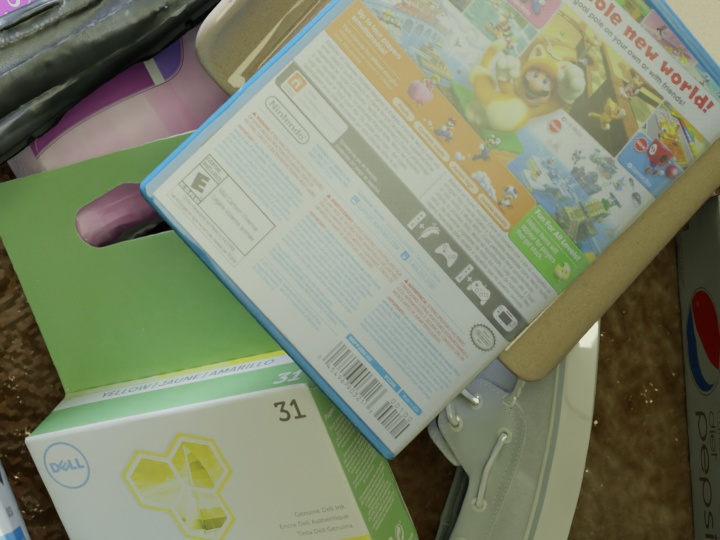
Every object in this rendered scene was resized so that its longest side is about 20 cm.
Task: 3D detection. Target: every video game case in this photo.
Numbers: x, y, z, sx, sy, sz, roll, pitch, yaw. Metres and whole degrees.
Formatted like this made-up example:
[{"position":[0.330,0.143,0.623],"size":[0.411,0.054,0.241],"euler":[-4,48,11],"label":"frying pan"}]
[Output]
[{"position":[0.034,-0.048,0.680],"size":[0.200,0.018,0.143],"euler":[-44,100,-4],"label":"video game case"}]

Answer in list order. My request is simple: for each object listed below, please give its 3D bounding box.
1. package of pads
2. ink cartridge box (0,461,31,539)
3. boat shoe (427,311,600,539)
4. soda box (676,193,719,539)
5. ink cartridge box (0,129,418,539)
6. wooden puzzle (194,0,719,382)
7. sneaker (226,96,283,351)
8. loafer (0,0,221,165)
[{"position":[-0.124,-0.110,0.798],"size":[0.120,0.076,0.201],"euler":[-28,90,-14],"label":"package of pads"},{"position":[-0.200,0.071,0.735],"size":[0.083,0.145,0.202],"euler":[-22,88,-10],"label":"ink cartridge box"},{"position":[0.064,0.074,0.787],"size":[0.068,0.072,0.202],"euler":[9,119,0],"label":"boat shoe"},{"position":[0.193,0.065,0.831],"size":[0.063,0.068,0.202],"euler":[-3,85,-8],"label":"soda box"},{"position":[-0.075,0.050,0.741],"size":[0.144,0.048,0.202],"euler":[-12,111,25],"label":"ink cartridge box"},{"position":[0.062,-0.086,0.710],"size":[0.200,0.037,0.185],"euler":[44,86,-11],"label":"wooden puzzle"},{"position":[0.000,0.000,0.782],"size":[0.104,0.076,0.202],"euler":[-17,124,-23],"label":"sneaker"},{"position":[-0.115,-0.110,0.726],"size":[0.200,0.068,0.071],"euler":[-37,101,-8],"label":"loafer"}]
